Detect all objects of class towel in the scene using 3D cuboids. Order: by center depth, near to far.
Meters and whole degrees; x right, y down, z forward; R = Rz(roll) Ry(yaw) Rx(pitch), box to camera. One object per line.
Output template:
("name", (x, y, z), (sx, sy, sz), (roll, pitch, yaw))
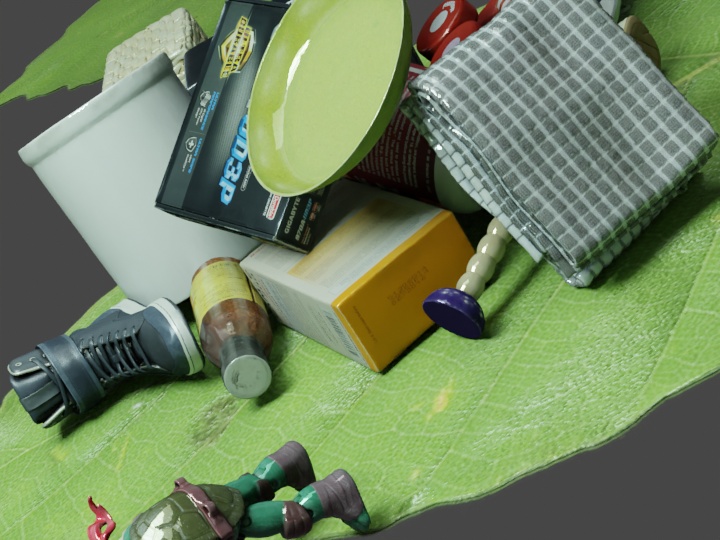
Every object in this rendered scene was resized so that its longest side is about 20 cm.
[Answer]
("towel", (0.154, -0.108, 1.262), (0.166, 0.200, 0.086), (-40, -6, -20))

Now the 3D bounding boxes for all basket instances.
("basket", (-0.228, -0.220, 2.029), (0.135, 0.123, 0.200), (-30, 25, 7))

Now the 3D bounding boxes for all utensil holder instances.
("utensil holder", (-0.201, -0.078, 1.593), (0.170, 0.200, 0.170), (-32, 9, 6))

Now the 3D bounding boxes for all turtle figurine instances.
("turtle figurine", (-0.102, 0.186, 1.120), (0.200, 0.101, 0.150), (-26, 45, -25))

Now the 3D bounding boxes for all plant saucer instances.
("plant saucer", (-0.020, -0.149, 1.310), (0.200, 0.031, 0.200), (-30, 50, 44))

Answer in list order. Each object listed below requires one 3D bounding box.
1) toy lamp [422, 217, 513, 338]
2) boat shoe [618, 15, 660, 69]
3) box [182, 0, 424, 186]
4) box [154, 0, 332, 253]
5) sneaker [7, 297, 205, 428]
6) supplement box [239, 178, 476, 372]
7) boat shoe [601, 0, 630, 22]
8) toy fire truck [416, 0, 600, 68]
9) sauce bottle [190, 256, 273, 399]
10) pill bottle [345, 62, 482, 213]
("toy lamp", (0.117, -0.041, 1.309), (0.058, 0.058, 0.200), (3, 56, 52))
("boat shoe", (0.208, -0.146, 1.437), (0.065, 0.072, 0.200), (-29, 24, 38))
("box", (-0.033, -0.158, 1.584), (0.200, 0.197, 0.124), (-29, 25, 6))
("box", (-0.080, -0.127, 1.427), (0.159, 0.046, 0.200), (17, 86, 41))
("sneaker", (-0.229, 0.086, 1.486), (0.146, 0.077, 0.202), (-30, 12, -23))
("supplement box", (0.000, 0.000, 1.396), (0.126, 0.074, 0.200), (-39, 25, -14))
("boat shoe", (0.227, -0.272, 1.646), (0.073, 0.068, 0.200), (-9, 56, 21))
("toy fire truck", (0.150, -0.221, 1.529), (0.168, 0.112, 0.200), (-50, 21, 15))
("sauce bottle", (-0.110, 0.050, 1.445), (0.066, 0.066, 0.200), (-31, 22, 3))
("pill bottle", (0.062, -0.114, 1.433), (0.200, 0.113, 0.113), (20, 52, 31))
